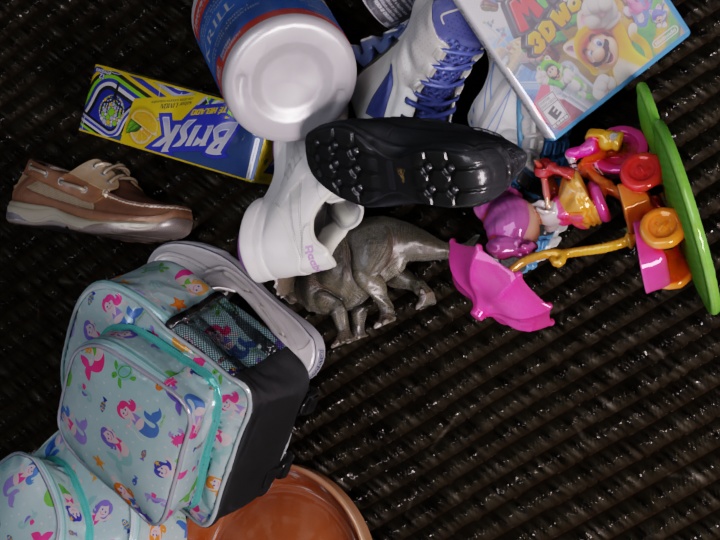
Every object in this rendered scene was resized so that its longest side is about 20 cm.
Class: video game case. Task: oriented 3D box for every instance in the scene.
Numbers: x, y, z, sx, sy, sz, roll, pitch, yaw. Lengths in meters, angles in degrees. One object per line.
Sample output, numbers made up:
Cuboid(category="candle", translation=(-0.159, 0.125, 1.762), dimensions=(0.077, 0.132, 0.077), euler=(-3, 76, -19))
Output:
Cuboid(category="video game case", translation=(0.144, -0.221, 1.476), dimensions=(0.143, 0.018, 0.200), euler=(-38, 103, -9))

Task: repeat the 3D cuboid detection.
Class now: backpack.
Cuboid(category="backpack", translation=(-0.254, 0.234, 1.687), dimensions=(0.200, 0.150, 0.178), euler=(-39, 52, 16))
Cuboid(category="backpack", translation=(-0.160, 0.097, 1.590), dimensions=(0.200, 0.150, 0.178), euler=(42, 131, 27))

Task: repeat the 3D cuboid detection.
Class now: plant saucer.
Cuboid(category="plant saucer", translation=(-0.070, 0.263, 1.642), dimensions=(0.200, 0.032, 0.201), euler=(-4, 82, 30))

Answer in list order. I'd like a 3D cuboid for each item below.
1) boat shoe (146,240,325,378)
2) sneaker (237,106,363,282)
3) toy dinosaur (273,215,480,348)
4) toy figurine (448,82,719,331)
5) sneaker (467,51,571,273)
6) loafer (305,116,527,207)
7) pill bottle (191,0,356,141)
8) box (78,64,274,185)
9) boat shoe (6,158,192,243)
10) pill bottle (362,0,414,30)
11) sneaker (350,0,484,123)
Cuboid(category="boat shoe", translation=(-0.119, 0.030, 1.674), dimensions=(0.200, 0.065, 0.074), euler=(28, 100, 30))
Cuboid(category="sneaker", translation=(-0.030, -0.073, 1.604), dimensions=(0.099, 0.075, 0.200), euler=(-2, 54, 28))
Cuboid(category="toy dinosaur", translation=(0.000, 0.000, 1.603), dimensions=(0.200, 0.077, 0.102), euler=(-27, 84, 29))
Cuboid(category="toy figurine", translation=(0.153, -0.035, 1.452), dimensions=(0.184, 0.150, 0.200), euler=(-16, 53, 5))
Cuboid(category="sneaker", translation=(0.122, -0.096, 1.554), dimensions=(0.087, 0.075, 0.201), euler=(5, 85, 45))
Cuboid(category="loafer", translation=(0.040, -0.085, 1.496), dimensions=(0.200, 0.070, 0.068), euler=(10, 114, 44))
Cuboid(category="pill bottle", translation=(-0.080, -0.198, 1.612), dimensions=(0.112, 0.112, 0.200), euler=(-52, 31, 15))
Cuboid(category="box", translation=(-0.146, -0.127, 1.704), dimensions=(0.200, 0.070, 0.064), euler=(17, 96, 31))
Cuboid(category="boat shoe", translation=(-0.237, -0.067, 1.751), dimensions=(0.200, 0.076, 0.072), euler=(8, 87, 29))
Cuboid(category="pill bottle", translation=(0.094, -0.276, 1.559), dimensions=(0.200, 0.106, 0.106), euler=(-21, 75, 26))
Cuboid(category="sneaker", translation=(0.058, -0.149, 1.558), dimensions=(0.199, 0.080, 0.115), euler=(-31, 63, 50))
